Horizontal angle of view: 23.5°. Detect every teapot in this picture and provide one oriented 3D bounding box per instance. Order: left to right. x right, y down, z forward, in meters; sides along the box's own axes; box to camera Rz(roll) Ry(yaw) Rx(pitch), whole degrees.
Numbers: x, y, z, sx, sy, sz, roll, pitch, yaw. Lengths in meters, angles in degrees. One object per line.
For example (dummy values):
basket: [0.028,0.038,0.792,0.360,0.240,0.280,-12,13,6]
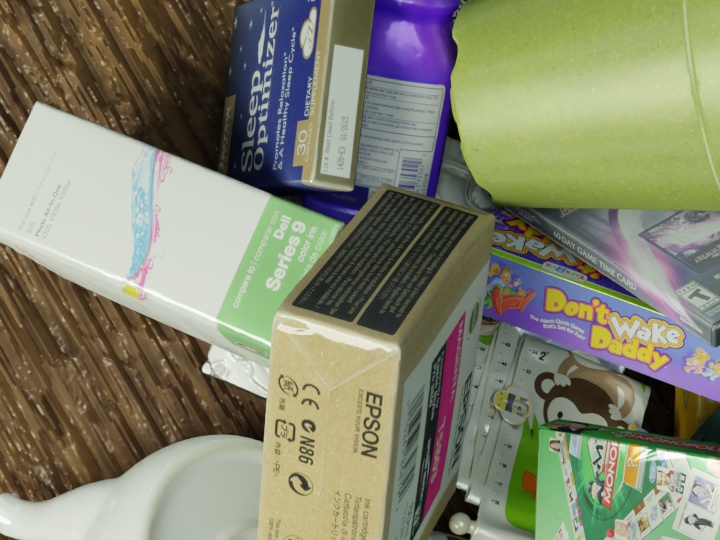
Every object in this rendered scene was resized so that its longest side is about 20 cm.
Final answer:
teapot: [-0.096,0.206,1.048,0.196,0.146,0.201,-1,66,-40]

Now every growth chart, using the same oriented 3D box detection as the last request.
growth chart: [0.123,0.098,1.108,0.144,0.018,0.201,10,63,-9]

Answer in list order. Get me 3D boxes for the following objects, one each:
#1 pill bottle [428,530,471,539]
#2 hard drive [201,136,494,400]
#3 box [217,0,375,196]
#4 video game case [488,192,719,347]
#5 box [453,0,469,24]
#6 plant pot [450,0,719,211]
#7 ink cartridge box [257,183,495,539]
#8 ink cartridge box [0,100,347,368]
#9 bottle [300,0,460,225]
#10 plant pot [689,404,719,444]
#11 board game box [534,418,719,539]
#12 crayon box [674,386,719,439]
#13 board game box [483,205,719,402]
pill bottle: [0.119,0.238,1.089,0.199,0.109,0.110,15,86,-7]
hard drive: [0.000,0.000,1.105,0.139,0.038,0.201,23,85,4]
box: [-0.048,-0.105,1.032,0.032,0.200,0.122,7,87,-22]
video game case: [0.191,-0.037,1.023,0.142,0.200,0.019,-27,131,-23]
box: [0.011,-0.212,1.049,0.109,0.035,0.201,-13,109,5]
plant pot: [0.156,-0.110,0.978,0.189,0.200,0.202,-7,89,23]
ink cartridge box: [0.008,0.078,0.960,0.075,0.165,0.201,15,122,16]
ink cartridge box: [-0.102,-0.012,1.021,0.199,0.145,0.088,20,82,13]
bottle: [0.017,-0.116,1.029,0.083,0.065,0.201,10,110,0]
plant pot: [0.280,0.174,1.038,0.199,0.197,0.196,30,125,-3]
board game box: [0.161,0.193,0.978,0.134,0.029,0.202,7,100,33]
crayon box: [0.275,0.063,1.145,0.125,0.052,0.202,2,88,-8]
board game box: [0.173,0.005,1.059,0.199,0.135,0.045,20,124,16]
